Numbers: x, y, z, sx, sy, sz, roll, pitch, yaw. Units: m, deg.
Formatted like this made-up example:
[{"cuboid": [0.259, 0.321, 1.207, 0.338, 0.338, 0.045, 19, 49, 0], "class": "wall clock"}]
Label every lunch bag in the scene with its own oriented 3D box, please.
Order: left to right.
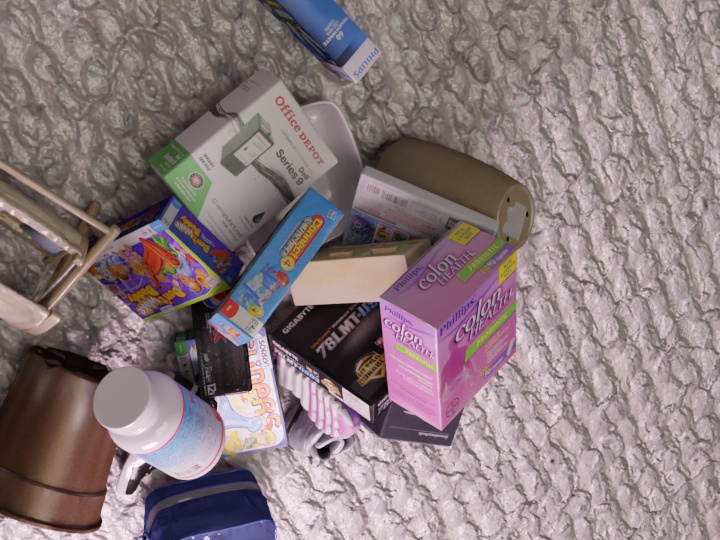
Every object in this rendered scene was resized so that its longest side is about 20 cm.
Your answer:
[{"cuboid": [-0.233, 0.385, 1.774, 0.198, 0.133, 0.137, -7, 127, -24], "class": "lunch bag"}]

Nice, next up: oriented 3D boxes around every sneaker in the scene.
[{"cuboid": [-0.269, 0.253, 1.715, 0.111, 0.073, 0.202, 24, 106, -7], "class": "sneaker"}, {"cuboid": [-0.057, 0.159, 1.753, 0.088, 0.200, 0.081, -24, 142, -33], "class": "sneaker"}, {"cuboid": [-0.036, 0.204, 1.809, 0.075, 0.115, 0.201, 33, 92, -34], "class": "sneaker"}]

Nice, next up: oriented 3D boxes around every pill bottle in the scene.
[{"cuboid": [-0.263, 0.197, 1.566, 0.109, 0.109, 0.200, -46, 149, -4], "class": "pill bottle"}]

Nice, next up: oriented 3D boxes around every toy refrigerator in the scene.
[{"cuboid": [0.000, 0.000, 1.651, 0.076, 0.198, 0.071, -30, 112, -53], "class": "toy refrigerator"}]

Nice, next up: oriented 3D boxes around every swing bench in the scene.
[{"cuboid": [-0.450, -0.037, 1.520, 0.198, 0.130, 0.201, 34, 92, -31], "class": "swing bench"}]

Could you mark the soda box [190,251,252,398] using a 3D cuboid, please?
[{"cuboid": [-0.196, 0.073, 1.665, 0.070, 0.063, 0.203, -7, 87, -1], "class": "soda box"}]

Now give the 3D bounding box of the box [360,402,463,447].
[{"cuboid": [0.090, 0.158, 1.854, 0.147, 0.104, 0.202, 13, 102, -34], "class": "box"}]

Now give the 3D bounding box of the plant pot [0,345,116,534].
[{"cuboid": [-0.406, 0.219, 1.605, 0.199, 0.200, 0.200, 22, 91, -30], "class": "plant pot"}]

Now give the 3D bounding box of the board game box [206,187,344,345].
[{"cuboid": [-0.114, 0.000, 1.548, 0.056, 0.200, 0.197, 37, 80, -6], "class": "board game box"}]

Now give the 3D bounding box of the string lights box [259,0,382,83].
[{"cuboid": [-0.070, -0.346, 1.606, 0.059, 0.103, 0.200, -50, 120, -2], "class": "string lights box"}]

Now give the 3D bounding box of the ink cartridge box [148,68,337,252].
[{"cuboid": [-0.152, -0.143, 1.567, 0.200, 0.084, 0.146, -41, 119, -6], "class": "ink cartridge box"}]

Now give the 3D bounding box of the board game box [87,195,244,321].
[{"cuboid": [-0.266, -0.012, 1.577, 0.134, 0.199, 0.045, 45, 49, -24], "class": "board game box"}]

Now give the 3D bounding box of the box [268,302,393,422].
[{"cuboid": [0.005, 0.091, 1.715, 0.200, 0.198, 0.050, -42, 152, -28], "class": "box"}]

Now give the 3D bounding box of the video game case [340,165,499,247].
[{"cuboid": [0.075, -0.040, 1.660, 0.198, 0.024, 0.183, 23, 138, 5], "class": "video game case"}]

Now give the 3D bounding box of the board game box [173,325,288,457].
[{"cuboid": [-0.187, 0.175, 1.750, 0.134, 0.035, 0.202, -10, 113, 0], "class": "board game box"}]

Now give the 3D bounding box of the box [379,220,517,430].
[{"cuboid": [0.121, 0.073, 1.584, 0.176, 0.096, 0.201, -41, 143, -31], "class": "box"}]

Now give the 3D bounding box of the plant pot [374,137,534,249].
[{"cuboid": [0.142, -0.087, 1.709, 0.186, 0.198, 0.190, -15, 110, -47], "class": "plant pot"}]

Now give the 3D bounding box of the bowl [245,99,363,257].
[{"cuboid": [-0.101, -0.131, 1.685, 0.198, 0.075, 0.202, -26, 118, -15], "class": "bowl"}]
